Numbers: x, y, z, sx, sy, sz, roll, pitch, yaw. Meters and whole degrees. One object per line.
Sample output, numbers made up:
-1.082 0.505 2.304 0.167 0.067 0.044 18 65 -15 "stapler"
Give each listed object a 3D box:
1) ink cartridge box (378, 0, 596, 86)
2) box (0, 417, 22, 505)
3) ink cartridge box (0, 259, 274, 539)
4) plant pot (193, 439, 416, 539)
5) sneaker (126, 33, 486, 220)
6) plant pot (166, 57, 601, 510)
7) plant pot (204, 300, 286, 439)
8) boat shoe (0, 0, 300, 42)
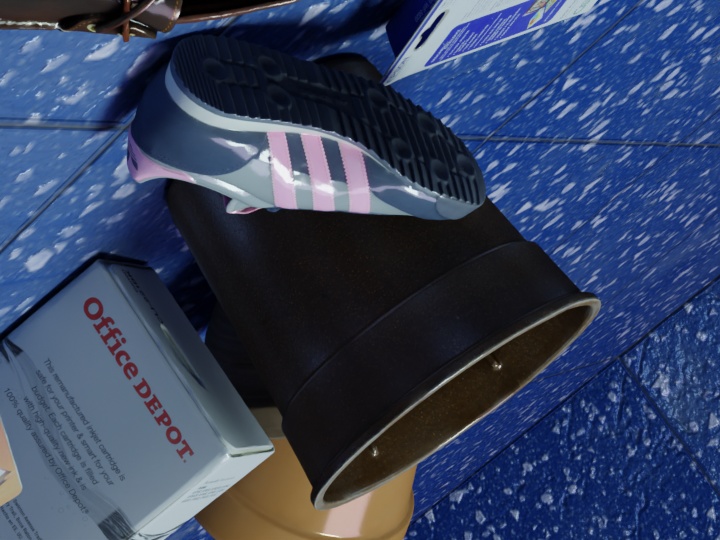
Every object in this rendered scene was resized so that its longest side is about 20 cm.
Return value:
0.085 -0.168 1.086 0.199 0.039 0.100 -26 163 -42 "ink cartridge box"
-0.262 0.084 0.936 0.152 0.107 0.200 -32 166 -15 "box"
-0.174 0.110 1.157 0.200 0.145 0.084 -39 168 13 "ink cartridge box"
-0.032 0.131 1.520 0.200 0.200 0.141 -18 142 -52 "plant pot"
-0.029 -0.059 0.991 0.199 0.071 0.082 19 133 -30 "sneaker"
0.000 0.000 1.101 0.200 0.199 0.200 -34 167 -9 "plant pot"
-0.024 0.023 1.262 0.199 0.093 0.201 -16 -161 6 "plant pot"
-0.088 -0.125 0.742 0.199 0.071 0.070 -22 162 -42 "boat shoe"
